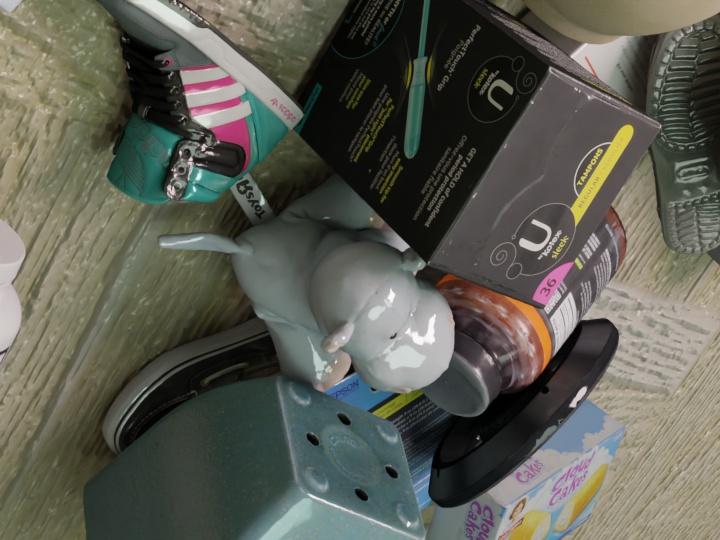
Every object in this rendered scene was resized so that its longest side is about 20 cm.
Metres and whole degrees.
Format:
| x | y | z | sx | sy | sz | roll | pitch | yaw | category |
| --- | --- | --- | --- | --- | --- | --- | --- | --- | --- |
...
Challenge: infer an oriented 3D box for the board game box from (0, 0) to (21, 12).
| x | y | z | sx | sy | sz | roll | pitch | yaw | category |
| --- | --- | --- | --- | --- | --- | --- | --- | --- | --- |
| -0.256 | -0.237 | 0.818 | 0.041 | 0.200 | 0.200 | -45 | 136 | 7 | board game box |

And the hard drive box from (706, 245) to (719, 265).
| x | y | z | sx | sy | sz | roll | pitch | yaw | category |
| --- | --- | --- | --- | --- | --- | --- | --- | --- | --- |
| 0.365 | -0.104 | 1.446 | 0.155 | 0.077 | 0.201 | -31 | 136 | -9 | hard drive box |

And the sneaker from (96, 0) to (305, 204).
| x | y | z | sx | sy | sz | roll | pitch | yaw | category |
| --- | --- | --- | --- | --- | --- | --- | --- | --- | --- |
| -0.132 | -0.109 | 1.099 | 0.121 | 0.083 | 0.200 | -52 | 137 | 0 | sneaker |

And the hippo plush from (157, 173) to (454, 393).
| x | y | z | sx | sy | sz | roll | pitch | yaw | category |
| --- | --- | --- | --- | --- | --- | --- | --- | --- | --- |
| 0.000 | 0.000 | 1.190 | 0.160 | 0.160 | 0.200 | -50 | 123 | -19 | hippo plush |

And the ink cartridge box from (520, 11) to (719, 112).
| x | y | z | sx | sy | sz | roll | pitch | yaw | category |
| --- | --- | --- | --- | --- | --- | --- | --- | --- | --- |
| 0.194 | -0.174 | 1.276 | 0.200 | 0.068 | 0.117 | -41 | 138 | 0 | ink cartridge box |

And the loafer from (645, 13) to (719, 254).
| x | y | z | sx | sy | sz | roll | pitch | yaw | category |
| --- | --- | --- | --- | --- | --- | --- | --- | --- | --- |
| 0.245 | -0.111 | 1.279 | 0.074 | 0.070 | 0.202 | -6 | 123 | -3 | loafer |

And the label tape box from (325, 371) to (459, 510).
| x | y | z | sx | sy | sz | roll | pitch | yaw | category |
| --- | --- | --- | --- | --- | --- | --- | --- | --- | --- |
| 0.010 | 0.127 | 1.381 | 0.143 | 0.066 | 0.202 | -30 | 135 | -29 | label tape box |

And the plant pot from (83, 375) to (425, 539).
| x | y | z | sx | sy | sz | roll | pitch | yaw | category |
| --- | --- | --- | --- | --- | --- | --- | --- | --- | --- |
| -0.063 | 0.194 | 1.216 | 0.195 | 0.197 | 0.200 | 25 | 121 | -30 | plant pot |

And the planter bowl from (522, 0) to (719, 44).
| x | y | z | sx | sy | sz | roll | pitch | yaw | category |
| --- | --- | --- | --- | --- | --- | --- | --- | --- | --- |
| 0.176 | -0.240 | 1.142 | 0.198 | 0.202 | 0.135 | 2 | 151 | -35 | planter bowl |

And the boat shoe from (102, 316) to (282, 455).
| x | y | z | sx | sy | sz | roll | pitch | yaw | category |
| --- | --- | --- | --- | --- | --- | --- | --- | --- | --- |
| -0.101 | 0.091 | 1.286 | 0.199 | 0.071 | 0.072 | -30 | 136 | -11 | boat shoe |

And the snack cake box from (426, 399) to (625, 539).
| x | y | z | sx | sy | sz | roll | pitch | yaw | category |
| --- | --- | --- | --- | --- | --- | --- | --- | --- | --- |
| 0.145 | 0.198 | 1.500 | 0.199 | 0.067 | 0.116 | -24 | 140 | -47 | snack cake box |

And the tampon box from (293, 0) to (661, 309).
| x | y | z | sx | sy | sz | roll | pitch | yaw | category |
| --- | --- | --- | --- | --- | --- | --- | --- | --- | --- |
| 0.073 | -0.099 | 1.151 | 0.126 | 0.200 | 0.151 | 19 | 109 | -42 | tampon box |

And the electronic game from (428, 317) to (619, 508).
| x | y | z | sx | sy | sz | roll | pitch | yaw | category |
| --- | --- | --- | --- | --- | --- | --- | --- | --- | --- |
| 0.128 | 0.111 | 1.333 | 0.200 | 0.200 | 0.042 | -45 | 96 | 5 | electronic game |

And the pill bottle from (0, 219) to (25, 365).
| x | y | z | sx | sy | sz | roll | pitch | yaw | category |
| --- | --- | --- | --- | --- | --- | --- | --- | --- | --- |
| -0.293 | 0.056 | 1.095 | 0.112 | 0.113 | 0.201 | 12 | 116 | -40 | pill bottle |

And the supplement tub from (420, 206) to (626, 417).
| x | y | z | sx | sy | sz | roll | pitch | yaw | category |
| --- | --- | --- | --- | --- | --- | --- | --- | --- | --- |
| 0.118 | 0.021 | 1.303 | 0.200 | 0.106 | 0.108 | -47 | 145 | -34 | supplement tub |
